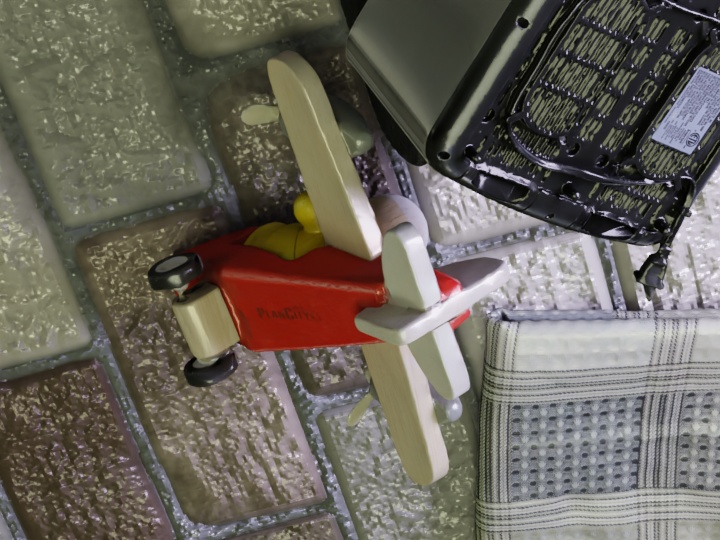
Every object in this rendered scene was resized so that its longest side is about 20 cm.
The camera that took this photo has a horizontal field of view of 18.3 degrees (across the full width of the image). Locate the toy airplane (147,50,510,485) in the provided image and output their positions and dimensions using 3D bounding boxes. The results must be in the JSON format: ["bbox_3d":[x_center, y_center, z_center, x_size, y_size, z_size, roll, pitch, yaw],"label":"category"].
[{"bbox_3d":[0.000,0.000,1.214,0.199,0.141,0.200,38,134,10],"label":"toy airplane"}]

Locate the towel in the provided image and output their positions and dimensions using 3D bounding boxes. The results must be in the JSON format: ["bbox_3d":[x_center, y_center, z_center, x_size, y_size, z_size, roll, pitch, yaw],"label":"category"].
[{"bbox_3d":[0.170,0.105,1.356,0.199,0.035,0.193,-1,123,-3],"label":"towel"}]

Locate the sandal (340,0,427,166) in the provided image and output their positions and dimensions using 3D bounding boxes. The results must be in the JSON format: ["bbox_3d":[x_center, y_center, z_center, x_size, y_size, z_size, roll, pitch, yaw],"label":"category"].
[{"bbox_3d":[0.020,-0.148,1.168,0.048,0.075,0.201,-27,132,-15],"label":"sandal"}]

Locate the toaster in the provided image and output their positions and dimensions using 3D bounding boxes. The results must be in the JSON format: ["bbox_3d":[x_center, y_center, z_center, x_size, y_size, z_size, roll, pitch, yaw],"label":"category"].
[{"bbox_3d":[0.112,-0.114,1.115,0.180,0.119,0.201,17,113,-38],"label":"toaster"}]
